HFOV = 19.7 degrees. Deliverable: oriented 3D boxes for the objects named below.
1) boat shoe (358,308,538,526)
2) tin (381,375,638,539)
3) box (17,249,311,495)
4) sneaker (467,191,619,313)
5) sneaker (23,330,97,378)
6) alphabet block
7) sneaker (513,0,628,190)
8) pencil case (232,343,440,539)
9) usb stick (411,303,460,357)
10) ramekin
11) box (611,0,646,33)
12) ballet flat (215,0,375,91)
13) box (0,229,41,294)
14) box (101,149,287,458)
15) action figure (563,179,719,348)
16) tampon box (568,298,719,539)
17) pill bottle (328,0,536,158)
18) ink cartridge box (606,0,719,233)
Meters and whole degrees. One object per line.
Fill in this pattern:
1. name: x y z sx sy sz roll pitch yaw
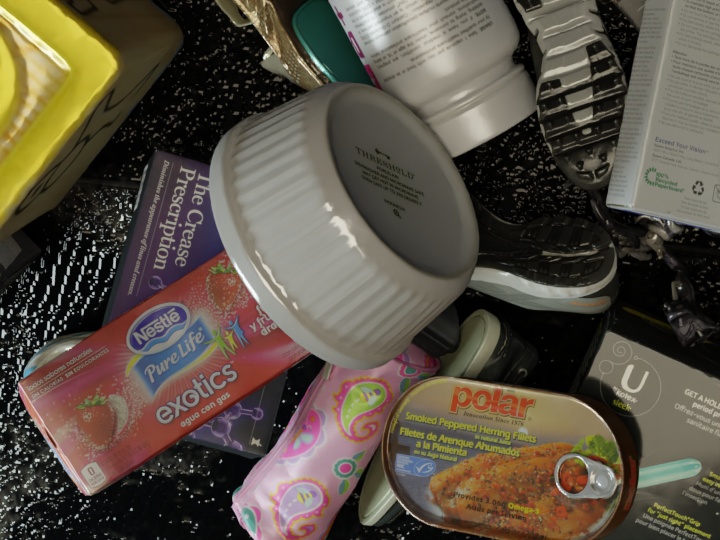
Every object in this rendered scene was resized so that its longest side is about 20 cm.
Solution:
1. boat shoe: 0.070 0.124 1.602 0.066 0.075 0.200 25 105 -22
2. tin: 0.107 0.136 1.499 0.200 0.042 0.112 8 98 33
3. box: -0.134 0.067 1.457 0.200 0.100 0.096 -33 89 -11
4. sneaker: 0.101 -0.007 1.555 0.200 0.079 0.074 16 67 27
5. sneaker: -0.164 0.074 1.617 0.200 0.081 0.077 -14 98 9
6. alphabet block: -0.274 -0.153 1.522 0.196 0.200 0.195 38 104 -1
7. sneaker: 0.158 -0.138 1.490 0.066 0.091 0.200 -18 62 12
8. pencil case: -0.022 0.124 1.603 0.087 0.087 0.200 32 106 0
9. usb stick: 0.000 0.000 1.534 0.033 0.056 0.200 -33 127 32
10. ramekin: -0.003 -0.039 1.443 0.094 0.202 0.202 -33 96 32
11. box: 0.278 -0.237 1.505 0.200 0.050 0.199 -41 95 13
12. ballet flat: -0.061 -0.191 1.563 0.065 0.071 0.200 -34 93 41
13. box: -0.366 -0.037 1.594 0.200 0.132 0.115 45 106 -3
14. box: -0.116 0.027 1.555 0.141 0.079 0.200 16 82 -11
15. action figure: 0.228 -0.045 1.531 0.119 0.102 0.200 -33 70 21
16. tampon box: 0.215 0.147 1.555 0.150 0.126 0.200 24 104 4
17. pill bottle: 0.046 -0.187 1.514 0.113 0.113 0.200 -28 97 13
18. ink cartridge box: 0.276 -0.122 1.446 0.196 0.043 0.200 12 90 -28
